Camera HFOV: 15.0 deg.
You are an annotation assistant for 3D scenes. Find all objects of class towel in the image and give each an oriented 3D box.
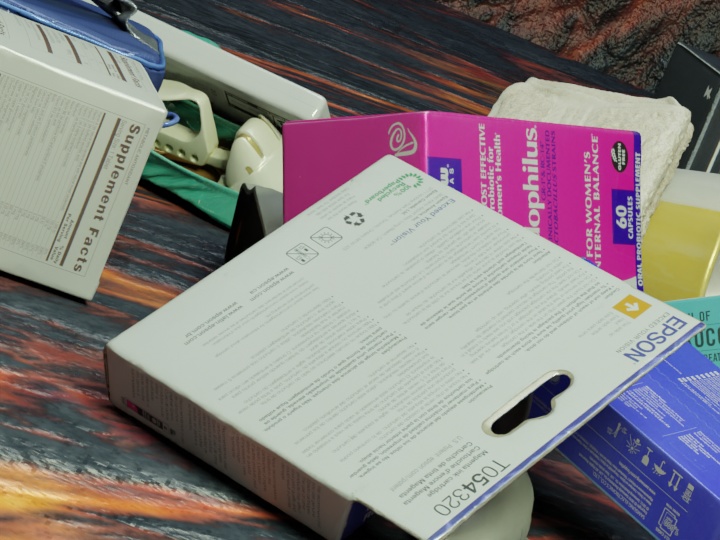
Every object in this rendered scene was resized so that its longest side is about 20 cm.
[{"bbox_3d":[0.118,-0.040,1.707,0.132,0.201,0.035,10,-37,24],"label":"towel"}]

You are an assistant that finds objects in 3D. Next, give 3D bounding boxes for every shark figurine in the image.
[{"bbox_3d":[0.043,0.071,1.296,0.128,0.090,0.214,16,15,-35],"label":"shark figurine"}]

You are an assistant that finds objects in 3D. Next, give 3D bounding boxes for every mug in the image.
[{"bbox_3d":[0.162,-0.007,1.758,0.152,0.150,0.186,18,3,18],"label":"mug"}]

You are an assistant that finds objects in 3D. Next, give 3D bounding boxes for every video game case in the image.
[{"bbox_3d":[-0.102,-0.107,1.785,0.199,0.023,0.182,25,-17,14],"label":"video game case"}]

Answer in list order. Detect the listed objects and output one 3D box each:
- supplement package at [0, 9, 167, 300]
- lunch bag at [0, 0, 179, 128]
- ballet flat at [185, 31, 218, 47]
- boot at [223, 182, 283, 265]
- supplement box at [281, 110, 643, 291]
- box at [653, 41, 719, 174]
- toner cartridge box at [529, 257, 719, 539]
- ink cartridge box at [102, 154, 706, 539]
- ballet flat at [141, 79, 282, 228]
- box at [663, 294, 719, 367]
[{"bbox_3d":[-0.215,-0.079,1.410,0.199,0.114,0.110,20,12,-18],"label":"supplement package"},{"bbox_3d":[-0.199,-0.111,1.540,0.199,0.133,0.136,20,12,-11],"label":"lunch bag"},{"bbox_3d":[-0.180,-0.156,1.922,0.199,0.068,0.071,17,23,-19],"label":"ballet flat"},{"bbox_3d":[0.000,0.000,1.535,0.143,0.073,0.200,13,9,-6],"label":"boot"},{"bbox_3d":[0.057,-0.027,1.463,0.103,0.102,0.199,-2,-2,40],"label":"supplement box"},{"bbox_3d":[0.282,-0.027,1.909,0.197,0.201,0.123,19,12,-17],"label":"box"},{"bbox_3d":[0.138,0.069,1.343,0.095,0.043,0.200,-7,38,-42],"label":"toner cartridge box"},{"bbox_3d":[0.020,0.042,1.245,0.199,0.044,0.196,31,48,32],"label":"ink cartridge box"},{"bbox_3d":[-0.092,-0.073,1.714,0.199,0.071,0.067,23,48,11],"label":"ballet flat"},{"bbox_3d":[0.195,0.043,1.549,0.199,0.050,0.082,-7,-7,25],"label":"box"}]
